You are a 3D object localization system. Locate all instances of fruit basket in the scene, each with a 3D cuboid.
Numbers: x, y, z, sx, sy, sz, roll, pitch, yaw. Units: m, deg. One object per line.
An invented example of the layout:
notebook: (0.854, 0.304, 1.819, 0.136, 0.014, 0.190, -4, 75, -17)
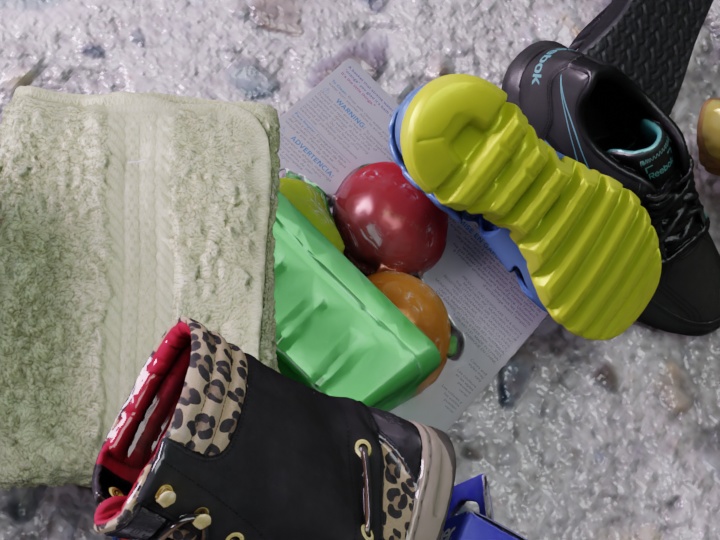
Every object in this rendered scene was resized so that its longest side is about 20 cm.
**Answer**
fruit basket: (0.000, 0.000, 0.905, 0.185, 0.094, 0.200, 43, 48, 2)

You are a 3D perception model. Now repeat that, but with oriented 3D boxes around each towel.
towel: (-0.109, 0.006, 0.799, 0.147, 0.037, 0.202, 0, 70, -3)

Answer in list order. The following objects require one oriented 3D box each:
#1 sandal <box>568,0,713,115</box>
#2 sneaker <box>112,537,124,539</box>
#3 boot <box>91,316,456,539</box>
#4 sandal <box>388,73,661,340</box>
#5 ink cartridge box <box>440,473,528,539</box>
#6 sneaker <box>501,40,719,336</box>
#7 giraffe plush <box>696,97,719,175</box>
sandal: (0.161, -0.133, 1.009, 0.075, 0.048, 0.201, 40, 68, -22)
sneaker: (-0.093, 0.112, 0.823, 0.075, 0.078, 0.201, -28, 79, -24)
boot: (-0.047, 0.130, 0.710, 0.150, 0.073, 0.202, 32, 66, -27)
sandal: (0.085, -0.039, 0.891, 0.080, 0.087, 0.200, -47, 119, -3)
ink cartridge box: (0.030, 0.198, 0.793, 0.076, 0.136, 0.201, 32, 63, -11)
sneaker: (0.153, -0.039, 0.933, 0.075, 0.079, 0.200, -45, 110, -17)
giraffe plush: (0.281, -0.007, 0.958, 0.171, 0.199, 0.164, -1, 103, -32)
